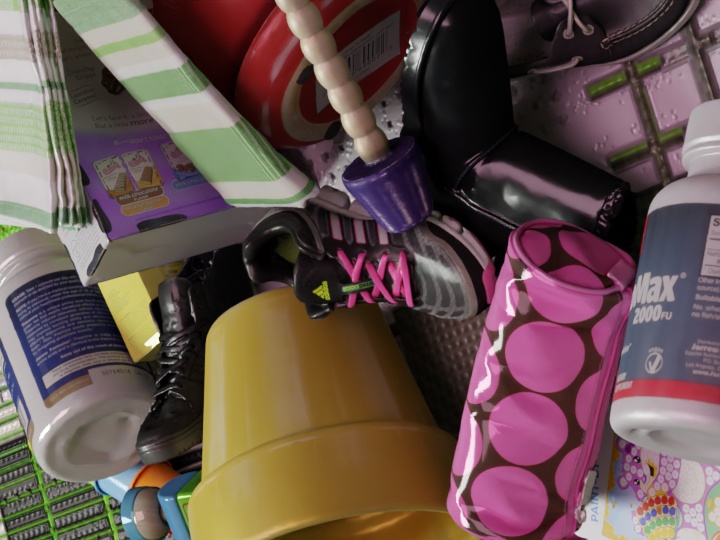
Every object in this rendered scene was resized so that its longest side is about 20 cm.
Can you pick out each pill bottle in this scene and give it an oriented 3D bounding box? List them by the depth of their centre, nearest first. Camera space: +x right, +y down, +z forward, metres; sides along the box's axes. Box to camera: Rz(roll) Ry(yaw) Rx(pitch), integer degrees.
[{"bbox_3d":[0.221,0.008,1.159,0.119,0.119,0.201,0,72,41],"label":"pill bottle"},{"bbox_3d":[-0.236,0.062,1.585,0.111,0.111,0.200,-55,47,31],"label":"pill bottle"}]

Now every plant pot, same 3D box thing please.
[{"bbox_3d":[-0.060,-0.201,1.357,0.182,0.200,0.201,43,120,23],"label":"plant pot"},{"bbox_3d":[-0.029,0.119,1.380,0.201,0.200,0.190,-35,57,38],"label":"plant pot"}]

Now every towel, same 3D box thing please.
[{"bbox_3d":[-0.119,-0.119,1.320,0.200,0.023,0.152,49,165,-17],"label":"towel"},{"bbox_3d":[-0.255,-0.128,1.414,0.149,0.031,0.201,7,109,53],"label":"towel"}]

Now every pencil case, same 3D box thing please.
[{"bbox_3d":[0.118,0.074,1.230,0.093,0.091,0.201,26,119,33],"label":"pencil case"}]

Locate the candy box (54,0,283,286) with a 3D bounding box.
[{"bbox_3d":[-0.167,-0.106,1.474,0.201,0.167,0.072,61,145,18],"label":"candy box"}]

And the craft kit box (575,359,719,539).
[{"bbox_3d":[0.201,0.157,1.271,0.197,0.048,0.201,6,98,43],"label":"craft kit box"}]

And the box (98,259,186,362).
[{"bbox_3d":[-0.181,-0.028,1.563,0.050,0.075,0.201,-38,69,37],"label":"box"}]

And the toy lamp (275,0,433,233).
[{"bbox_3d":[-0.013,-0.114,1.246,0.058,0.058,0.201,-13,115,41],"label":"toy lamp"}]

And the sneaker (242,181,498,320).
[{"bbox_3d":[0.000,0.000,1.317,0.199,0.087,0.074,19,133,35],"label":"sneaker"}]

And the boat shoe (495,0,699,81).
[{"bbox_3d":[0.128,-0.166,1.285,0.199,0.060,0.074,-9,90,42],"label":"boat shoe"}]

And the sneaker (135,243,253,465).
[{"bbox_3d":[-0.129,0.052,1.469,0.060,0.200,0.105,-17,109,34],"label":"sneaker"}]

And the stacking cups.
[{"bbox_3d":[-0.183,0.169,1.604,0.200,0.060,0.061,28,113,31],"label":"stacking cups"}]

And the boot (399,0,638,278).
[{"bbox_3d":[0.103,-0.076,1.264,0.162,0.073,0.199,33,140,23],"label":"boot"}]

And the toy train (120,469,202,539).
[{"bbox_3d":[-0.102,0.244,1.502,0.115,0.085,0.201,-9,110,31],"label":"toy train"}]
